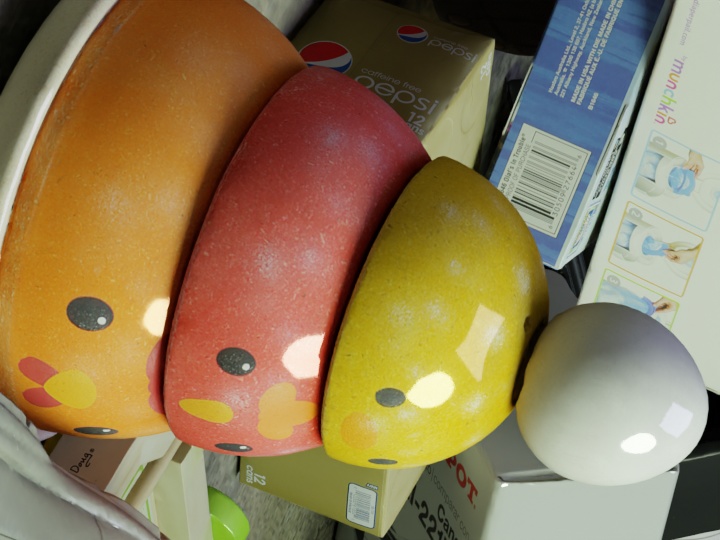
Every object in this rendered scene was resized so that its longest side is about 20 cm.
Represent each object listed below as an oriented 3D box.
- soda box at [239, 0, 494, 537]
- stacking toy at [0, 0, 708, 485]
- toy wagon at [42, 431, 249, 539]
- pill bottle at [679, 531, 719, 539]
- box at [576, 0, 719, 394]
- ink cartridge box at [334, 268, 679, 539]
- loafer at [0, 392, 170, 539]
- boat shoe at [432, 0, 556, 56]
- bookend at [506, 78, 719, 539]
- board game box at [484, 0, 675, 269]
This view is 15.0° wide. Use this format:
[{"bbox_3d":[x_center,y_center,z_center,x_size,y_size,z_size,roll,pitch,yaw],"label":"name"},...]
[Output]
[{"bbox_3d":[0.000,0.000,0.992,0.201,0.064,0.068,95,21,-44],"label":"soda box"},{"bbox_3d":[0.000,0.005,0.744,0.146,0.199,0.147,19,90,-74],"label":"stacking toy"},{"bbox_3d":[-0.087,0.130,0.898,0.201,0.039,0.156,90,26,-53],"label":"toy wagon"},{"bbox_3d":[0.174,0.150,1.673,0.114,0.114,0.201,-46,152,-55],"label":"pill bottle"},{"bbox_3d":[0.159,-0.056,0.993,0.201,0.101,0.113,103,14,-49],"label":"box"},{"bbox_3d":[0.053,0.120,1.152,0.145,0.083,0.201,-120,-146,-51],"label":"ink cartridge box"},{"bbox_3d":[-0.099,0.080,0.727,0.070,0.070,0.200,-62,148,-14],"label":"loafer"},{"bbox_3d":[0.070,-0.172,1.018,0.201,0.075,0.072,106,10,-49],"label":"boat shoe"},{"bbox_3d":[0.183,0.002,1.222,0.092,0.199,0.200,78,1,-63],"label":"bookend"},{"bbox_3d":[0.111,-0.108,1.038,0.201,0.043,0.199,-68,170,10],"label":"board game box"}]
